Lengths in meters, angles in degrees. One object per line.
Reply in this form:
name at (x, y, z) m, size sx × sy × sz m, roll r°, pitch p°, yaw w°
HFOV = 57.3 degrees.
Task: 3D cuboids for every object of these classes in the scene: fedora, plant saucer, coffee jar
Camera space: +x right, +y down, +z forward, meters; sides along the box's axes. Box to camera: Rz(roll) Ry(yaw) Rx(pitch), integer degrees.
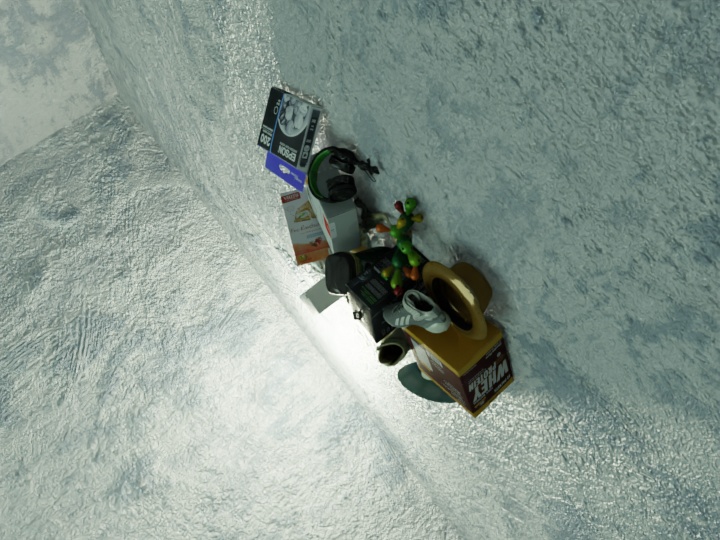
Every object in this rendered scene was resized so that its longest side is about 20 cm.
fedora at (0.211, 0.047, 1.341) m, size 0.201 × 0.081 × 0.201 m, roll 48°, pitch 163°, yaw 19°
plant saucer at (0.199, 0.287, 1.772) m, size 0.201 × 0.199 × 0.039 m, roll 35°, pitch 119°, yaw 47°
coffee jar at (0.000, 0.000, 1.607) m, size 0.085 × 0.199 × 0.106 m, roll 5°, pitch 99°, yaw 41°

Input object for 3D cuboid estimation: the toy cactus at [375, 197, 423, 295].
toy cactus at (0.083, -0.061, 1.415) m, size 0.165 × 0.101 × 0.203 m, roll -89°, pitch -3°, yaw -73°

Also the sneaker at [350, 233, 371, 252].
sneaker at (-0.019, -0.085, 1.772) m, size 0.088 × 0.076 × 0.200 m, roll 46°, pitch 176°, yaw -41°

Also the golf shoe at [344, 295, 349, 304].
golf shoe at (-0.028, 0.012, 1.836) m, size 0.201 × 0.078 × 0.098 m, roll 76°, pitch 168°, yaw -49°

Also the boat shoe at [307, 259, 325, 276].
boat shoe at (-0.111, -0.026, 1.798) m, size 0.071 × 0.069 × 0.202 m, roll -174°, pitch 66°, yaw -85°

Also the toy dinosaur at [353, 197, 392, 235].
toy dinosaur at (0.017, -0.133, 1.592) m, size 0.088 × 0.047 × 0.200 m, roll 49°, pitch 163°, yaw -11°

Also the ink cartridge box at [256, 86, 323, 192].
ink cartridge box at (-0.175, -0.311, 1.554) m, size 0.198 × 0.043 × 0.202 m, roll 36°, pitch 117°, yaw 46°

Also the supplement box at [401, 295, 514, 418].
supplement box at (0.221, 0.185, 1.495) m, size 0.197 × 0.132 × 0.201 m, roll 38°, pitch 162°, yaw 41°

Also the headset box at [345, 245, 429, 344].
headset box at (0.066, 0.056, 1.561) m, size 0.093 × 0.199 × 0.175 m, roll 43°, pitch 162°, yaw 28°

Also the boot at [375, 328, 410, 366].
boot at (0.084, 0.180, 1.643) m, size 0.072 × 0.155 × 0.200 m, roll 51°, pitch 140°, yaw -4°

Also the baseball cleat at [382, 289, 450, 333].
baseball cleat at (0.106, 0.077, 1.404) m, size 0.199 × 0.070 × 0.107 m, roll 3°, pitch 140°, yaw 50°

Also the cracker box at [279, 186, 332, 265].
cracker box at (-0.125, -0.124, 1.719) m, size 0.058 × 0.132 × 0.202 m, roll 83°, pitch 171°, yaw -61°

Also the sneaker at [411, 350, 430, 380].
sneaker at (0.184, 0.198, 1.772) m, size 0.200 × 0.076 × 0.113 m, roll -97°, pitch 12°, yaw -69°

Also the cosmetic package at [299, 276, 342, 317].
cosmetic package at (-0.076, 0.046, 1.941) m, size 0.081 × 0.199 × 0.113 m, roll 53°, pitch 165°, yaw -2°

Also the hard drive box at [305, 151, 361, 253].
hard drive box at (-0.071, -0.164, 1.603) m, size 0.157 × 0.076 × 0.201 m, roll 82°, pitch 165°, yaw -56°

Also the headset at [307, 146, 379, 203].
headset at (-0.046, -0.215, 1.452) m, size 0.198 × 0.125 × 0.093 m, roll 3°, pitch 176°, yaw 37°
